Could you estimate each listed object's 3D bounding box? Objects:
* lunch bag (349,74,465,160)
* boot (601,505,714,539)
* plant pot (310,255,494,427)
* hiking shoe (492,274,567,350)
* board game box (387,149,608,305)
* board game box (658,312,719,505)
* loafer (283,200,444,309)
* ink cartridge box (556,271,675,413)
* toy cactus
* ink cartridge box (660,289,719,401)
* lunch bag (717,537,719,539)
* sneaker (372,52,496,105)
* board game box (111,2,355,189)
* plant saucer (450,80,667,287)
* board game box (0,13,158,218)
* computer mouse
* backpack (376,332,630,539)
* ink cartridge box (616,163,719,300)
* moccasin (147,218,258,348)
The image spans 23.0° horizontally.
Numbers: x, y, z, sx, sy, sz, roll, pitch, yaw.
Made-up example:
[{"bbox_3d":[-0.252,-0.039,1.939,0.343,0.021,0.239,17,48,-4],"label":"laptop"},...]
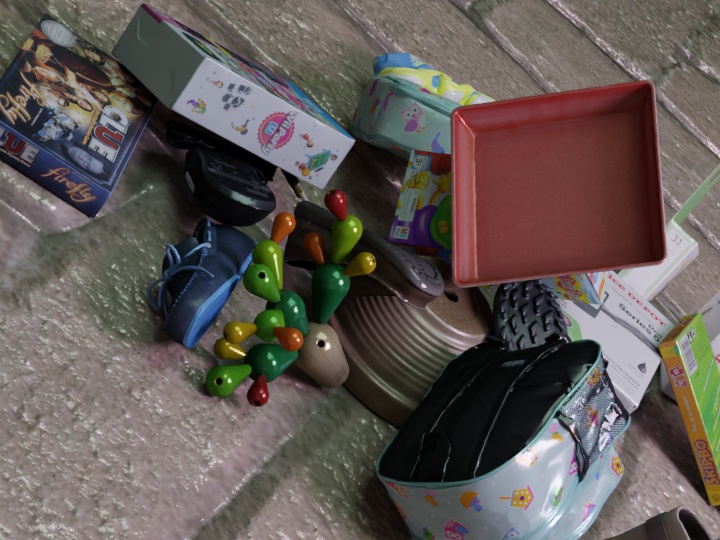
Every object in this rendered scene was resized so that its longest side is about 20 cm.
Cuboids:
[{"bbox_3d":[0.079,-0.146,1.885,0.160,0.077,0.200,23,4,-13],"label":"lunch bag"},{"bbox_3d":[0.237,0.255,1.550,0.200,0.146,0.070,47,33,12],"label":"boot"},{"bbox_3d":[0.059,0.052,1.669,0.200,0.093,0.201,28,32,-19],"label":"plant pot"},{"bbox_3d":[0.155,0.104,1.662,0.074,0.087,0.201,-6,77,-20],"label":"hiking shoe"},{"bbox_3d":[0.144,-0.043,1.746,0.103,0.199,0.105,52,49,-62],"label":"board game box"},{"bbox_3d":[0.368,0.154,1.871,0.095,0.030,0.201,-33,103,-59],"label":"board game box"},{"bbox_3d":[0.000,0.000,1.608,0.073,0.071,0.200,26,2,-39],"label":"loafer"},{"bbox_3d":[0.232,0.075,1.837,0.145,0.084,0.200,42,30,2],"label":"ink cartridge box"},{"bbox_3d":[-0.046,0.045,1.524,0.201,0.102,0.165,-60,142,-23],"label":"toy cactus"},{"bbox_3d":[0.452,0.121,1.964,0.200,0.145,0.084,35,31,-10],"label":"ink cartridge box"},{"bbox_3d":[0.384,0.324,1.677,0.161,0.077,0.200,49,31,15],"label":"lunch bag"},{"bbox_3d":[0.093,-0.203,2.055,0.200,0.076,0.105,25,24,-39],"label":"sneaker"},{"bbox_3d":[-0.123,-0.168,1.709,0.200,0.064,0.148,27,12,-41],"label":"board game box"},{"bbox_3d":[0.185,-0.075,1.663,0.037,0.198,0.201,61,26,-57],"label":"plant saucer"},{"bbox_3d":[-0.266,-0.145,1.616,0.135,0.035,0.200,33,31,-13],"label":"board game box"},{"bbox_3d":[-0.108,-0.074,1.669,0.140,0.046,0.200,18,16,-28],"label":"computer mouse"},{"bbox_3d":[0.119,0.162,1.509,0.200,0.175,0.154,-38,116,-44],"label":"backpack"},{"bbox_3d":[0.361,-0.039,1.976,0.048,0.200,0.146,45,5,10],"label":"ink cartridge box"},{"bbox_3d":[-0.145,0.010,1.528,0.068,0.081,0.200,33,16,-3],"label":"moccasin"}]
